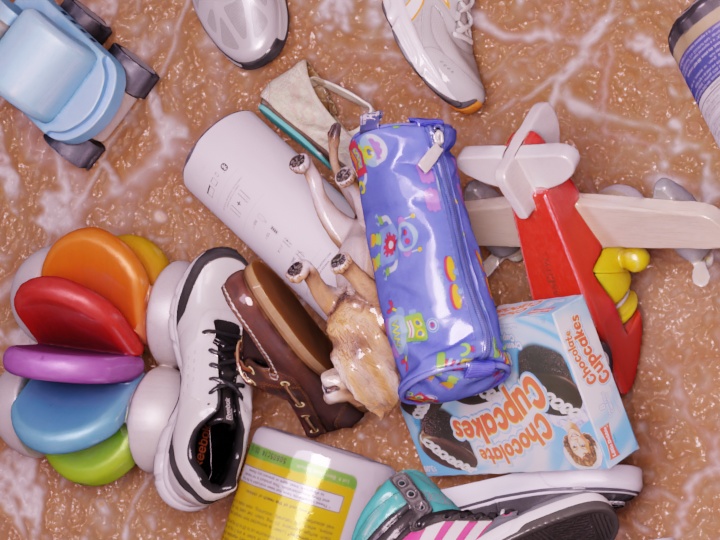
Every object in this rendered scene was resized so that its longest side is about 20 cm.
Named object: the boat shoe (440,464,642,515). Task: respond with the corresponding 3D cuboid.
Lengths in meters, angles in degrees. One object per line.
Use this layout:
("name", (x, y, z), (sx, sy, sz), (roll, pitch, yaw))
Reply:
("boat shoe", (0.112, 0.183, 1.683), (0.199, 0.074, 0.068), (-13, 73, 22))

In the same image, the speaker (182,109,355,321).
("speaker", (-0.044, -0.032, 1.788), (0.200, 0.081, 0.081), (43, 98, 24))

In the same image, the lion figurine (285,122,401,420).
("lion figurine", (0.000, 0.000, 1.676), (0.072, 0.123, 0.200), (-16, 45, 28))

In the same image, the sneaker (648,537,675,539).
("sneaker", (0.134, 0.250, 1.652), (0.200, 0.078, 0.080), (-16, 78, 13))

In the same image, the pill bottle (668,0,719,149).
("pill bottle", (0.304, -0.103, 1.634), (0.112, 0.112, 0.200), (-30, 70, 16))

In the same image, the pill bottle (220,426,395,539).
("pill bottle", (-0.054, 0.225, 1.727), (0.111, 0.111, 0.200), (16, 87, 25))

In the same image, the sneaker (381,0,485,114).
("sneaker", (0.062, -0.217, 1.784), (0.092, 0.076, 0.200), (-27, 72, 12))

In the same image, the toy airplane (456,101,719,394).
("toy airplane", (0.154, -0.031, 1.665), (0.200, 0.141, 0.199), (41, 137, 13))

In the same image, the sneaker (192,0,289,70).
("sneaker", (-0.130, -0.256, 1.848), (0.076, 0.115, 0.201), (-28, 71, 16))

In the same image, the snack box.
("snack box", (0.100, 0.085, 1.653), (0.200, 0.037, 0.116), (-10, 105, 52))

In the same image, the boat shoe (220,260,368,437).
("boat shoe", (-0.055, 0.066, 1.710), (0.070, 0.200, 0.070), (-27, 49, 10))

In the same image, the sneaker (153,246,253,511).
("sneaker", (-0.103, 0.081, 1.747), (0.080, 0.074, 0.201), (169, 106, -67))

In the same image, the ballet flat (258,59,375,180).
("ballet flat", (-0.001, -0.093, 1.788), (0.062, 0.067, 0.200), (-45, 64, -2))

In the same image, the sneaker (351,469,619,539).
("sneaker", (0.073, 0.181, 1.623), (0.200, 0.084, 0.121), (-27, 43, 5))

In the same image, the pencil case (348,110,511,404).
("pencil case", (0.047, -0.011, 1.597), (0.087, 0.078, 0.200), (-33, 65, 57))

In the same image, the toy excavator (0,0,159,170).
("toy excavator", (-0.282, -0.188, 1.854), (0.194, 0.200, 0.100), (43, 98, 24))

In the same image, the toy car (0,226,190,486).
("toy car", (-0.211, 0.064, 1.804), (0.175, 0.150, 0.201), (6, 83, 24))
